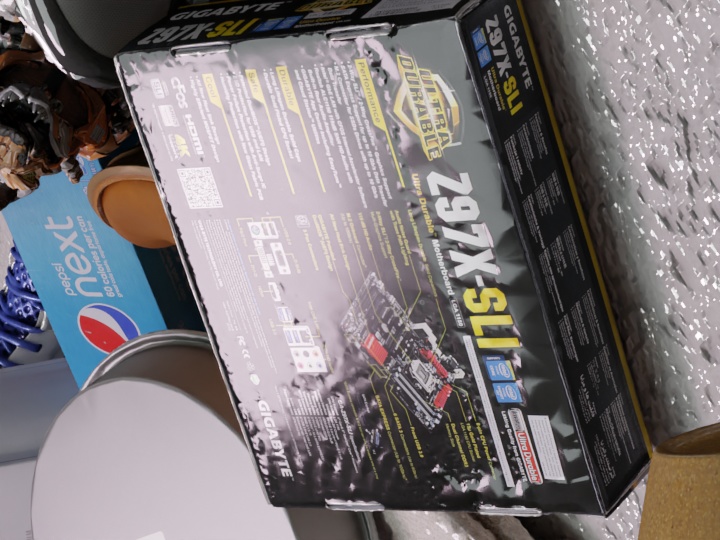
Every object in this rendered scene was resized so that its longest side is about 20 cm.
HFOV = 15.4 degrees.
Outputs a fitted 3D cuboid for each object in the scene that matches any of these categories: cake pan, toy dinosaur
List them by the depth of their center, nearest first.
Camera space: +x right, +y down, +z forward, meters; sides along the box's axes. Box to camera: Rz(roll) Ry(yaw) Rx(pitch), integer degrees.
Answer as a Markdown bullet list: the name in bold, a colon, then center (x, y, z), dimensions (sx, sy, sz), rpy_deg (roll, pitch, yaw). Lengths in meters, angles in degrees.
- **toy dinosaur**: center (-0.120, -0.093, 1.116), dimensions (0.136, 0.102, 0.200), rpy_deg (-62, 20, 16)
- **cake pan**: center (-0.076, 0.127, 1.190), dimensions (0.200, 0.037, 0.201), rpy_deg (14, 112, 38)

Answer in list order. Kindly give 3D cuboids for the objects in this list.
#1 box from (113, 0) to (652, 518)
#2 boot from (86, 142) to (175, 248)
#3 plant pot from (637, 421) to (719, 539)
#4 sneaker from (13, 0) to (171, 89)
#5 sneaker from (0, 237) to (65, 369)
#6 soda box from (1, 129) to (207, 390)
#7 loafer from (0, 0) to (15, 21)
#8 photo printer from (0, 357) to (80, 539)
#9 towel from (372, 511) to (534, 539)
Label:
- **box**: center (0.009, -0.005, 0.986), dimensions (0.159, 0.049, 0.200), rpy_deg (-4, 114, 36)
- **boot**: center (-0.041, 0.001, 1.128), dimensions (0.155, 0.074, 0.200), rpy_deg (58, 160, 4)
- **plant pot**: center (0.147, 0.142, 0.780), dimensions (0.186, 0.186, 0.201), rpy_deg (174, 84, -68)
- **sneaker**: center (-0.085, -0.167, 0.994), dimensions (0.079, 0.074, 0.201), rpy_deg (17, 102, 49)
- **sneaker**: center (-0.169, 0.025, 1.430), dimensions (0.081, 0.115, 0.200), rpy_deg (42, 151, 41)
- **soda box**: center (-0.120, -0.020, 1.272), dimensions (0.068, 0.064, 0.200), rpy_deg (1, 129, 26)
- **loafer**: center (-0.165, -0.201, 1.202), dimensions (0.070, 0.070, 0.200), rpy_deg (127, 126, -62)
- **photo printer**: center (-0.170, 0.112, 1.405), dimensions (0.167, 0.199, 0.070), rpy_deg (94, 164, -57)
- **towel**: center (0.066, 0.158, 1.127), dimensions (0.200, 0.034, 0.133), rpy_deg (40, 151, 34)
